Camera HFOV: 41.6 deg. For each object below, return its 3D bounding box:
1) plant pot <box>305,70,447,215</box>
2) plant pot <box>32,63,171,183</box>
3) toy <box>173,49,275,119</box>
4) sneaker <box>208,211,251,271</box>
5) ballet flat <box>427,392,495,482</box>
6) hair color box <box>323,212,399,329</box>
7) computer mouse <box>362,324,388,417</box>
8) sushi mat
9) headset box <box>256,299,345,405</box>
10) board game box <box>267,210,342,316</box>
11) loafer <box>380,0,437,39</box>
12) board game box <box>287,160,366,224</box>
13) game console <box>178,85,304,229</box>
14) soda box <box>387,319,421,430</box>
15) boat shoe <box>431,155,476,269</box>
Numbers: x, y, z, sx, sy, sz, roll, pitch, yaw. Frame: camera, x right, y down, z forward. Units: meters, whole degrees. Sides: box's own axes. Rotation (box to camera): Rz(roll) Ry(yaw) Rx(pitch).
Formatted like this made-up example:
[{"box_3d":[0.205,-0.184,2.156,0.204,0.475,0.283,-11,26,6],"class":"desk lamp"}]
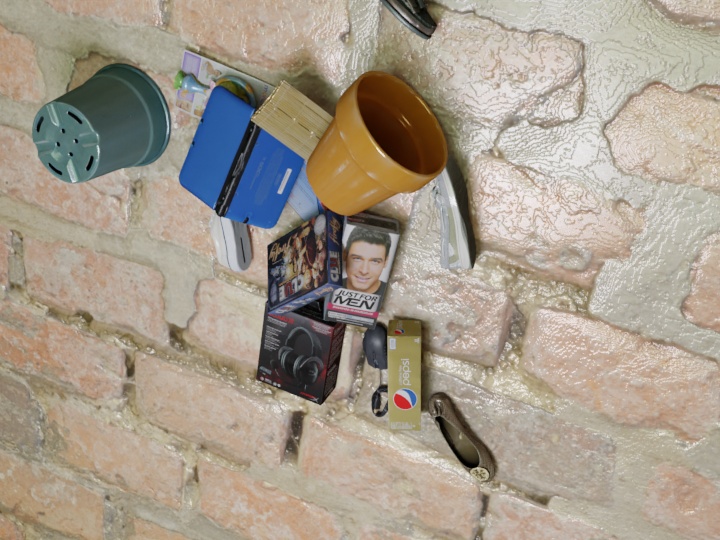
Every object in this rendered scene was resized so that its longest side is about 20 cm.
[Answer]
[{"box_3d":[0.012,-0.191,1.561,0.201,0.200,0.183,50,129,-4],"class":"plant pot"},{"box_3d":[-0.484,-0.260,1.749,0.197,0.196,0.203,9,116,19],"class":"plant pot"},{"box_3d":[-0.251,-0.305,1.710,0.198,0.047,0.116,26,121,12],"class":"toy"},{"box_3d":[-0.256,-0.094,1.794,0.070,0.073,0.203,9,112,27],"class":"sneaker"},{"box_3d":[0.187,0.323,1.795,0.067,0.046,0.201,-27,99,32],"class":"ballet flat"},{"box_3d":[0.000,0.000,1.709,0.097,0.061,0.202,10,118,-7],"class":"hair color box"},{"box_3d":[0.032,0.197,1.816,0.058,0.034,0.203,6,115,21],"class":"computer mouse"},{"box_3d":[-0.084,-0.237,1.628,0.199,0.012,0.096,34,115,-28],"class":"sushi mat"},{"box_3d":[-0.113,0.137,1.830,0.147,0.077,0.202,19,120,15],"class":"headset box"},{"box_3d":[-0.103,-0.010,1.706,0.199,0.034,0.138,-27,60,49],"class":"board game box"},{"box_3d":[0.053,-0.453,1.496,0.200,0.072,0.063,45,117,2],"class":"loafer"},{"box_3d":[-0.078,-0.132,1.727,0.200,0.019,0.103,49,123,-2],"class":"board game box"},{"box_3d":[-0.206,-0.201,1.699,0.169,0.119,0.202,14,113,-31],"class":"game console"},{"box_3d":[0.082,0.196,1.766,0.063,0.068,0.203,1,114,3],"class":"soda box"},{"box_3d":[0.150,-0.094,1.611,0.064,0.075,0.204,-5,117,21],"class":"boat shoe"}]
